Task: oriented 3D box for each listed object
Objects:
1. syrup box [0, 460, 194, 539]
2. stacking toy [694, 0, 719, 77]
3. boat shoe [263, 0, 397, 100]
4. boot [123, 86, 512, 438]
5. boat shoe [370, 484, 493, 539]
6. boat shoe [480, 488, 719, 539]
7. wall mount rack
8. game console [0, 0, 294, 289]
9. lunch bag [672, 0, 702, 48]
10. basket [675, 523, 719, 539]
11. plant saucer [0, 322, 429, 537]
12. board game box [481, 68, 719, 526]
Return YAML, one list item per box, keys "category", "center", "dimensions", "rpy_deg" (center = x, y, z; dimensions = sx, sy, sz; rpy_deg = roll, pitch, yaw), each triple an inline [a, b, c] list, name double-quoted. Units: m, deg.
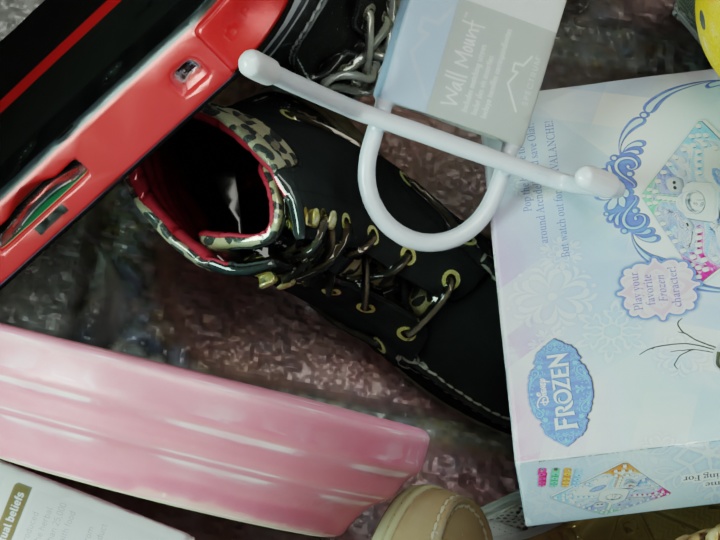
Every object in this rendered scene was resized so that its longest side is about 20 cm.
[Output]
- category: "syrup box"
  center: [-0.174, 0.112, 1.172]
  dimensions: [0.199, 0.079, 0.082]
  rpy_deg: [22, 65, -2]
- category: "stacking toy"
  center: [0.178, -0.113, 1.184]
  dimensions: [0.145, 0.146, 0.201]
  rpy_deg: [13, 62, -7]
- category: "boat shoe"
  center: [-0.013, -0.104, 1.253]
  dimensions: [0.068, 0.199, 0.074]
  rpy_deg: [33, 91, 0]
- category: "boot"
  center: [-0.002, 0.001, 1.218]
  dimensions: [0.203, 0.154, 0.074]
  rpy_deg: [42, 104, 13]
- category: "boat shoe"
  center: [0.038, 0.169, 1.119]
  dimensions: [0.071, 0.064, 0.201]
  rpy_deg: [38, 45, -42]
- category: "boat shoe"
  center: [0.066, 0.126, 1.231]
  dimensions: [0.199, 0.069, 0.071]
  rpy_deg: [-21, 105, -3]
- category: "wall mount rack"
  center: [0.036, -0.110, 1.139]
  dimensions: [0.173, 0.074, 0.201]
  rpy_deg: [17, 88, -25]
- category: "game console"
  center: [-0.098, -0.086, 1.194]
  dimensions: [0.031, 0.200, 0.177]
  rpy_deg: [41, 24, -21]
- category: "lunch bag"
  center: [0.249, -0.089, 1.325]
  dimensions: [0.167, 0.140, 0.201]
  rpy_deg: [-22, 70, -18]
- category: "basket"
  center: [0.211, 0.172, 1.076]
  dimensions: [0.142, 0.149, 0.201]
  rpy_deg: [-1, 72, -42]
- category: "plant saucer"
  center: [-0.075, 0.062, 1.163]
  dimensions: [0.199, 0.201, 0.051]
  rpy_deg: [14, 87, -6]
- category: "board game box"
  center: [0.152, 0.001, 1.180]
  dimensions: [0.198, 0.044, 0.201]
  rpy_deg: [-6, 46, 3]
